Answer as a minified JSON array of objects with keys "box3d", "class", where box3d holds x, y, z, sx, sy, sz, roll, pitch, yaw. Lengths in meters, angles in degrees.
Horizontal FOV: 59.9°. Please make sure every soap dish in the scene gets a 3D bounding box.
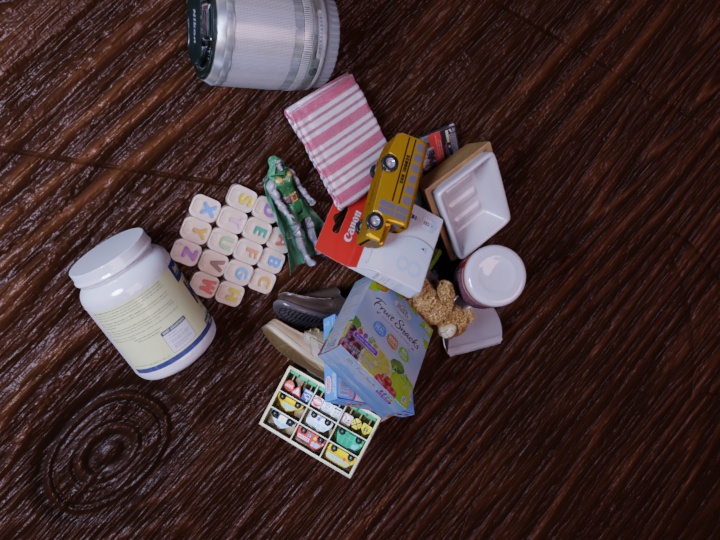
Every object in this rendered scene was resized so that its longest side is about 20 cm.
[{"box3d":[0.201,-0.135,1.211,0.157,0.081,0.200,-38,135,-10],"class":"soap dish"}]

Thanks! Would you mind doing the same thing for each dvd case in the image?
[{"box3d":[0.113,-0.184,1.211,0.199,0.022,0.147,-26,115,-22],"class":"dvd case"}]

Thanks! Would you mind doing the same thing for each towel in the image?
[{"box3d":[-0.029,-0.227,1.104,0.146,0.030,0.201,-36,111,-18],"class":"towel"}]

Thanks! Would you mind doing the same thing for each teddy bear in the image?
[{"box3d":[0.127,0.071,1.196,0.145,0.067,0.200,-30,117,12],"class":"teddy bear"}]

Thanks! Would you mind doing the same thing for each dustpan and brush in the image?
[{"box3d":[0.235,0.072,1.338,0.139,0.057,0.201,-12,116,-15],"class":"dustpan and brush"}]

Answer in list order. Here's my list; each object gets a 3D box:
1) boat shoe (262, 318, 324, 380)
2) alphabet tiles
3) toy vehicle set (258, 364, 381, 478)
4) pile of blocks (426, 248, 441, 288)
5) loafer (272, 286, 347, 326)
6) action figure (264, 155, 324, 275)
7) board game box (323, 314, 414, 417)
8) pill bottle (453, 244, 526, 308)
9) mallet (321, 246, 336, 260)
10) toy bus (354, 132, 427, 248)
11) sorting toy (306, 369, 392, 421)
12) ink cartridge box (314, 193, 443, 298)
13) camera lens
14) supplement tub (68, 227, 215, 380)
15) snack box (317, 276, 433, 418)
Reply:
[{"box3d":[-0.085,0.143,1.150,0.200,0.074,0.069,36,64,-10],"class":"boat shoe"},{"box3d":[-0.215,-0.041,1.072,0.195,0.015,0.201,24,91,-32],"class":"alphabet tiles"},{"box3d":[-0.073,0.276,1.154,0.199,0.027,0.125,27,89,13],"class":"toy vehicle set"},{"box3d":[0.142,0.012,1.245,0.082,0.062,0.201,-34,126,-32],"class":"pile of blocks"},{"box3d":[-0.070,0.066,1.161,0.199,0.073,0.071,14,64,-31],"class":"loafer"},{"box3d":[-0.115,-0.106,1.080,0.118,0.055,0.201,-46,124,-38],"class":"action figure"},{"box3d":[0.017,0.177,1.138,0.199,0.037,0.152,22,55,-40],"class":"board game box"},{"box3d":[0.242,0.017,1.209,0.112,0.200,0.114,0,85,-1],"class":"pill bottle"},{"box3d":[0.000,0.000,1.168,0.199,0.041,0.066,9,103,-43],"class":"mallet"},{"box3d":[0.053,-0.134,1.084,0.078,0.065,0.201,18,77,-17],"class":"toy bus"},{"box3d":[-0.022,0.215,1.219,0.199,0.107,0.181,-22,94,-23],"class":"sorting toy"},{"box3d":[0.038,-0.065,1.117,0.199,0.047,0.161,27,63,-12],"class":"ink cartridge box"},{"box3d":[-0.150,-0.355,0.935,0.199,0.160,0.161,-4,106,-28],"class":"camera lens"},{"box3d":[-0.330,0.051,0.956,0.145,0.145,0.201,-36,118,-16],"class":"supplement tub"},{"box3d":[0.033,0.125,1.101,0.169,0.068,0.200,46,39,-18],"class":"snack box"}]
